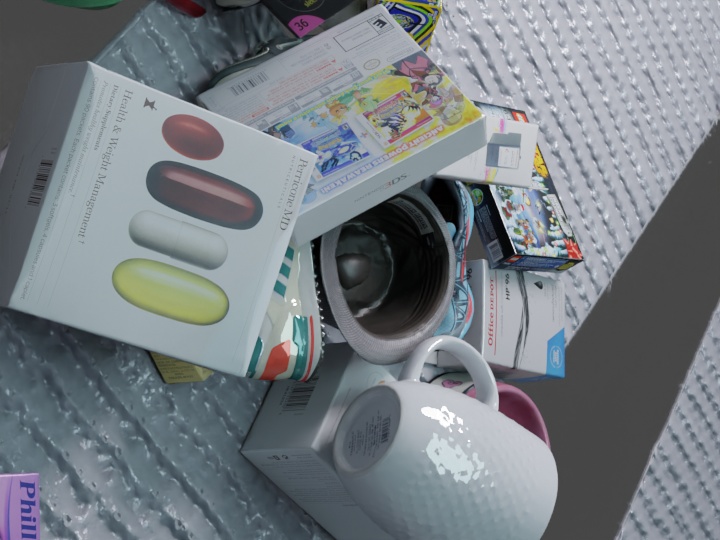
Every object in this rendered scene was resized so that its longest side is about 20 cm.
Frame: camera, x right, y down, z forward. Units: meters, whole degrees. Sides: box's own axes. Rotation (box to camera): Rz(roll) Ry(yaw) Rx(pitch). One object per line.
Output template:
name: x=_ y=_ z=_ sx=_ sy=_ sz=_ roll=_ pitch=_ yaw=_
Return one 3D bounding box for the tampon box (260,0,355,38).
tampon box: x=-0.019 y=-0.342 z=1.348 sx=0.126 sy=0.150 sz=0.200 roll=43 pitch=47 yaw=-21

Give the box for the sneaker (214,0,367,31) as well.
sneaker: x=-0.084 y=-0.271 z=1.423 sx=0.199 sy=0.079 sz=0.130 roll=49 pitch=52 yaw=-32

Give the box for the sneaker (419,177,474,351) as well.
sneaker: x=0.075 y=-0.015 z=1.547 sx=0.096 sy=0.079 sz=0.200 roll=64 pitch=25 yaw=-64

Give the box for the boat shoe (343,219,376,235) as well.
boat shoe: x=-0.023 y=-0.041 z=1.460 sx=0.202 sy=0.075 sz=0.086 roll=23 pitch=67 yaw=-42

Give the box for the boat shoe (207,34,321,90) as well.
boat shoe: x=-0.080 y=-0.193 z=1.444 sx=0.200 sy=0.073 sz=0.062 roll=-18 pitch=55 yaw=-42

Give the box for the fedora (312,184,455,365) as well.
fedora: x=0.000 y=0.000 z=1.378 sx=0.200 sy=0.090 sz=0.177 roll=-35 pitch=109 yaw=-45

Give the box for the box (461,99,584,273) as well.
box: x=0.168 y=-0.095 z=1.663 sx=0.137 sy=0.040 sz=0.200 roll=3 pitch=61 yaw=-49

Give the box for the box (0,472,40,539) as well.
box: x=-0.334 y=0.236 z=1.043 sx=0.200 sy=0.097 sz=0.176 roll=5 pitch=80 yaw=-49

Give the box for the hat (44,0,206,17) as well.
hat: x=-0.244 y=-0.252 z=1.283 sx=0.200 sy=0.176 sz=0.166 roll=23 pitch=64 yaw=-4

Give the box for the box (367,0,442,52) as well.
box: x=0.039 y=-0.252 z=1.479 sx=0.064 sy=0.200 sz=0.070 roll=9 pitch=73 yaw=-3

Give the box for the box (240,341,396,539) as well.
box: x=-0.002 y=0.179 z=1.432 sx=0.200 sy=0.097 sz=0.125 roll=48 pitch=51 yaw=-32

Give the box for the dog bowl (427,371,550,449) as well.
dog bowl: x=0.133 y=0.208 z=1.600 sx=0.200 sy=0.074 sz=0.201 roll=9 pitch=78 yaw=-48

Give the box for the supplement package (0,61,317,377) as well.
supplement package: x=-0.175 y=-0.039 z=1.161 sx=0.200 sy=0.147 sz=0.192 roll=19 pitch=87 yaw=-29

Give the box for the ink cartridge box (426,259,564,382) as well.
ink cartridge box: x=0.146 y=0.056 z=1.642 sx=0.200 sy=0.068 sz=0.116 roll=13 pitch=73 yaw=-47

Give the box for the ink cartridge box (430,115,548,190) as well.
ink cartridge box: x=0.094 y=-0.122 z=1.448 sx=0.200 sy=0.117 sz=0.067 roll=3 pitch=96 yaw=-51

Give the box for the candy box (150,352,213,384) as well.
candy box: x=-0.164 y=-0.014 z=1.307 sx=0.115 sy=0.055 sz=0.200 roll=-44 pitch=116 yaw=-44

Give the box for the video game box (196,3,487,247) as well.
video game box: x=-0.017 y=-0.134 z=1.313 sx=0.200 sy=0.182 sz=0.047 roll=-28 pitch=142 yaw=-12

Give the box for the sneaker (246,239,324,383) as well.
sneaker: x=-0.092 y=0.003 z=1.291 sx=0.093 sy=0.070 sz=0.200 roll=-1 pitch=68 yaw=-23

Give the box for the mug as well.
mug: x=0.073 y=0.156 z=1.338 sx=0.175 sy=0.148 sz=0.200 roll=33 pitch=59 yaw=-32
